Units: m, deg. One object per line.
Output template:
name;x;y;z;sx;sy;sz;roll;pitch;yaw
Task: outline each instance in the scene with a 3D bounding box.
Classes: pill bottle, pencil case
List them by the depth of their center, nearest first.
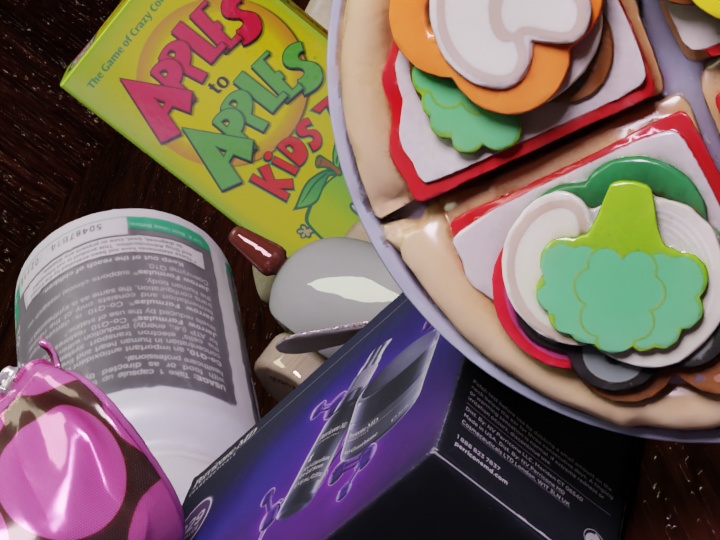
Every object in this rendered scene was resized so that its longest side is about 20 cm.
pencil case;-0.166;0.112;0.696;0.200;0.094;0.091;-34;12;-21
pill bottle;-0.104;0.071;0.922;0.113;0.113;0.200;-46;33;23

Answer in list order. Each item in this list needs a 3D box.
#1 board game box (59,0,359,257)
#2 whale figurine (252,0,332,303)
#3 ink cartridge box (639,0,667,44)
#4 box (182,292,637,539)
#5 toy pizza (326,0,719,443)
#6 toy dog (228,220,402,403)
board game box;-0.039;-0.073;0.982;0.102;0.200;0.048;-49;14;11
whale figurine;-0.006;-0.069;1.144;0.159;0.104;0.200;-75;3;-58
ink cartridge box;0.133;-0.132;0.616;0.200;0.146;0.146;-89;23;-70
box;0.004;0.089;0.686;0.200;0.079;0.141;-43;13;34
toy pizza;0.085;-0.048;0.509;0.200;0.200;0.032;-47;-2;21
toy dog;0.000;0.000;0.886;0.200;0.096;0.132;-37;20;48
